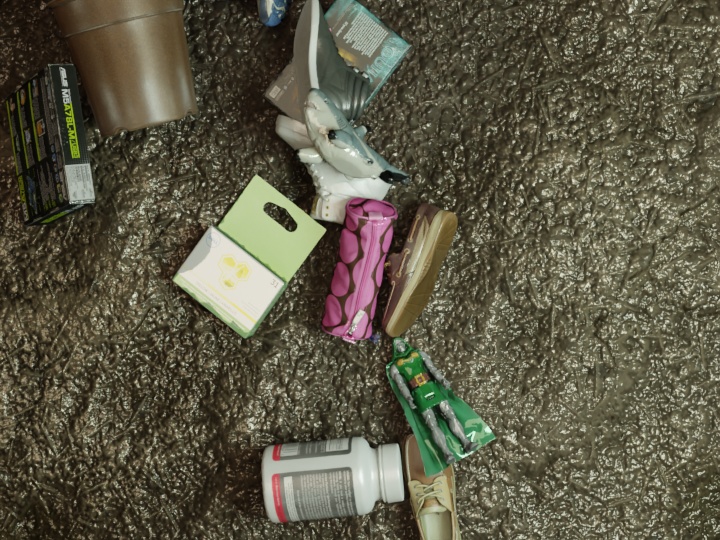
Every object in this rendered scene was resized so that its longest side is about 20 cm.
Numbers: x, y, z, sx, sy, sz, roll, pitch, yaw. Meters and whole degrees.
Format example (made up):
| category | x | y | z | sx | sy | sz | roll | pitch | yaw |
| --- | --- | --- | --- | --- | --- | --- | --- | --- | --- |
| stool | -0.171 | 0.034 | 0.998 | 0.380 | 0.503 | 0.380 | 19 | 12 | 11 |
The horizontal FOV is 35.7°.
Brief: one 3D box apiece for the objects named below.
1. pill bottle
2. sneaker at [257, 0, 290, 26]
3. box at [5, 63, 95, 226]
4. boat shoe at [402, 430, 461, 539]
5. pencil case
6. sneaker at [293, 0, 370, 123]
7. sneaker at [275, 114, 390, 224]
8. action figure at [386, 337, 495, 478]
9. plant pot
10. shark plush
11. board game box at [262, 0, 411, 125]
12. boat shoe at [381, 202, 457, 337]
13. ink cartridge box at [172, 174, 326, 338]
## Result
| category | x | y | z | sx | sy | sz | roll | pitch | yaw |
| --- | --- | --- | --- | --- | --- | --- | --- | --- | --- |
| pill bottle | -0.038 | 0.301 | 1.621 | 0.196 | 0.111 | 0.113 | -6 | 88 | 5 |
| sneaker | -0.153 | -0.461 | 1.679 | 0.084 | 0.077 | 0.204 | -5 | 81 | 14 |
| box | -0.457 | -0.179 | 1.639 | 0.047 | 0.192 | 0.204 | -8 | 86 | -34 |
| boat shoe | 0.108 | 0.335 | 1.627 | 0.074 | 0.074 | 0.203 | -14 | 87 | 4 |
| pencil case | 0.000 | 0.000 | 1.614 | 0.089 | 0.094 | 0.203 | 10 | 105 | 1 |
| sneaker | -0.040 | -0.302 | 1.637 | 0.098 | 0.071 | 0.204 | 4 | 69 | -24 |
| sneaker | -0.057 | -0.135 | 1.634 | 0.198 | 0.074 | 0.117 | 30 | 93 | -16 |
| action figure | 0.097 | 0.183 | 1.628 | 0.117 | 0.055 | 0.202 | -26 | 69 | -16 |
| plant pot | -0.328 | -0.308 | 1.620 | 0.197 | 0.200 | 0.202 | -13 | 101 | 4 |
| shark plush | 0.001 | -0.178 | 1.577 | 0.198 | 0.091 | 0.085 | 23 | 59 | -22 |
| board game box | -0.035 | -0.297 | 1.678 | 0.135 | 0.028 | 0.201 | 39 | 92 | 2 |
| boat shoe | 0.072 | -0.003 | 1.649 | 0.071 | 0.072 | 0.203 | 26 | 97 | 28 |
| ink cartridge box | -0.165 | -0.023 | 1.673 | 0.145 | 0.048 | 0.201 | 37 | 94 | 5 |
